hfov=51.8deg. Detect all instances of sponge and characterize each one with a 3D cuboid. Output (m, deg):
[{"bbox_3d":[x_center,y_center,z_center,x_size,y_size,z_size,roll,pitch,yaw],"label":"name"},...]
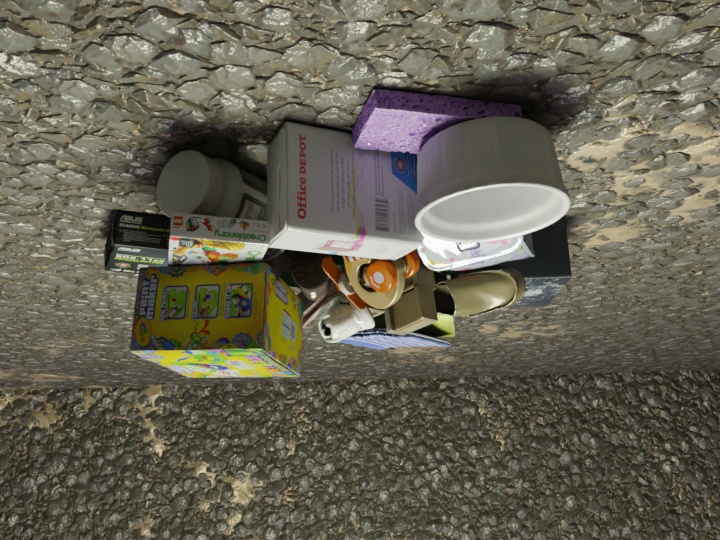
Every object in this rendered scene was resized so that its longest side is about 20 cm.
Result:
[{"bbox_3d":[0.095,-0.183,0.947,0.196,0.030,0.112,2,163,-16],"label":"sponge"}]

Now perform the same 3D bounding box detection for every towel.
[{"bbox_3d":[0.048,0.129,1.360,0.143,0.024,0.198,15,166,-36],"label":"towel"},{"bbox_3d":[-0.125,0.091,1.292,0.191,0.032,0.199,-42,-171,-25],"label":"towel"}]

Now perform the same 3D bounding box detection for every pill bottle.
[{"bbox_3d":[-0.189,-0.092,1.064,0.112,0.116,0.199,-11,161,27],"label":"pill bottle"}]

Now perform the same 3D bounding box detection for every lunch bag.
[{"bbox_3d":[0.172,-0.069,1.158,0.167,0.130,0.200,-12,162,18],"label":"lunch bag"}]

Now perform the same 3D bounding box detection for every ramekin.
[{"bbox_3d":[0.164,-0.115,0.956,0.196,0.100,0.201,-4,162,-1],"label":"ramekin"}]

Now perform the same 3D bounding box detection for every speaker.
[{"bbox_3d":[-0.111,-0.007,1.405,0.197,0.090,0.088,10,160,-36],"label":"speaker"}]

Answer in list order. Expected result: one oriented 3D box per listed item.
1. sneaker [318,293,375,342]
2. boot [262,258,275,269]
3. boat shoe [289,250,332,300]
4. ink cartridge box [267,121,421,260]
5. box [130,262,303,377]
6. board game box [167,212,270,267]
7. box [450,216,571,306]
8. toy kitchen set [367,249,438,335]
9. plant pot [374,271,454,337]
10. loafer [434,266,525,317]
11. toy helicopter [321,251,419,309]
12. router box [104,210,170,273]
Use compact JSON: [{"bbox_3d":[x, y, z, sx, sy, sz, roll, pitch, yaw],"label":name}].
[{"bbox_3d":[-0.038,0.085,1.256,0.080,0.076,0.200,-31,179,-13],"label":"sneaker"},{"bbox_3d":[-0.151,-0.030,1.195,0.196,0.158,0.077,1,163,-11],"label":"boot"},{"bbox_3d":[-0.079,-0.003,1.256,0.073,0.201,0.074,-18,121,0],"label":"boat shoe"},{"bbox_3d":[-0.024,-0.102,0.996,0.197,0.147,0.084,6,163,-27],"label":"ink cartridge box"},{"bbox_3d":[-0.200,0.080,1.083,0.189,0.124,0.200,-2,162,10],"label":"box"},{"bbox_3d":[-0.200,-0.026,1.016,0.124,0.035,0.200,4,164,-14],"label":"board game box"},{"bbox_3d":[0.273,-0.010,1.392,0.193,0.120,0.200,-2,162,1],"label":"box"},{"bbox_3d":[0.000,0.000,1.207,0.179,0.204,0.162,13,150,-42],"label":"toy kitchen set"},{"bbox_3d":[0.062,0.046,1.379,0.196,0.191,0.187,-10,163,3],"label":"plant pot"},{"bbox_3d":[0.174,0.044,1.224,0.197,0.077,0.067,-13,-173,27],"label":"loafer"},{"bbox_3d":[-0.015,-0.024,1.123,0.079,0.200,0.133,-29,162,-47],"label":"toy helicopter"},{"bbox_3d":[-0.342,-0.040,1.304,0.197,0.063,0.150,5,160,-23],"label":"router box"}]
